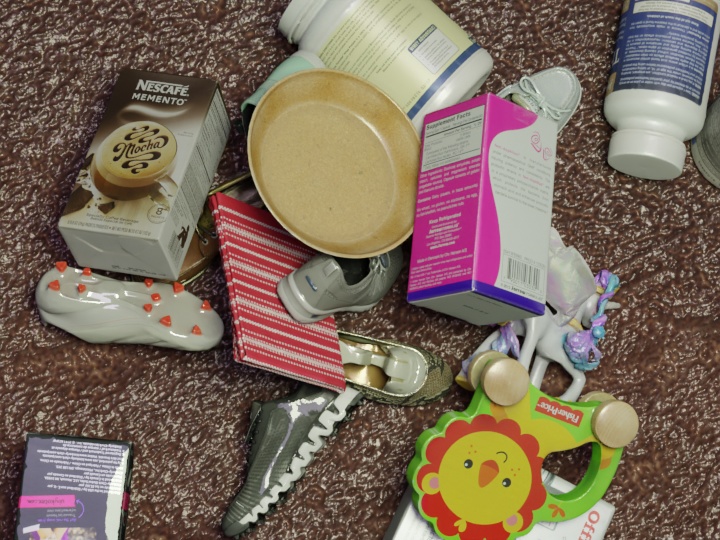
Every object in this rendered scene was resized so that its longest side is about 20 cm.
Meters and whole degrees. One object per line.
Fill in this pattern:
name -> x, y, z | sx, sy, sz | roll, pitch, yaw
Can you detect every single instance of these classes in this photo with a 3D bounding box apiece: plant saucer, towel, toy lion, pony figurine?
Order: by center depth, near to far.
toy lion -> 0.152, 0.190, 1.558 | 0.198, 0.069, 0.193 | 20, 92, -14
plant saucer -> -0.026, -0.102, 1.569 | 0.198, 0.035, 0.202 | 10, 67, -23
towel -> -0.084, 0.021, 1.583 | 0.144, 0.022, 0.201 | 20, 46, -41
pony figurine -> 0.182, 0.051, 1.650 | 0.193, 0.166, 0.201 | 40, 72, -30

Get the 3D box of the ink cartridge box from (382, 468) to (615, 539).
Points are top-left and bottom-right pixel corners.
ink cartridge box -> 0.141, 0.264, 1.622 | 0.199, 0.083, 0.148 | 26, 78, -2

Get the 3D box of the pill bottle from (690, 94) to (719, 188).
pill bottle -> 0.433, -0.158, 1.676 | 0.113, 0.200, 0.115 | 1, 79, -6

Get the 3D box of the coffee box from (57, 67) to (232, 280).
coffee box -> -0.216, -0.100, 1.613 | 0.112, 0.080, 0.201 | 7, 59, 14

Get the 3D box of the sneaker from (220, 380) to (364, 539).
sneaker -> -0.089, 0.180, 1.619 | 0.090, 0.066, 0.200 | 39, 87, 9

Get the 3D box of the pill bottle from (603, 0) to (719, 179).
pill bottle -> 0.326, -0.207, 1.719 | 0.110, 0.111, 0.202 | 13, 78, -4

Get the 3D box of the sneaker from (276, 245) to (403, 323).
sneaker -> 0.000, 0.000, 1.614 | 0.082, 0.200, 0.075 | -36, 88, 32

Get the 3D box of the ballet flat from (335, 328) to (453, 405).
ballet flat -> 0.003, 0.096, 1.643 | 0.198, 0.075, 0.068 | 15, 80, -4

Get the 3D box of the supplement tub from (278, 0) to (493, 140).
supplement tub -> 0.025, -0.233, 1.673 | 0.200, 0.145, 0.145 | 43, 78, 3

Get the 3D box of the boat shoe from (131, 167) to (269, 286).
boat shoe -> -0.160, -0.051, 1.656 | 0.200, 0.068, 0.072 | -41, 86, -12

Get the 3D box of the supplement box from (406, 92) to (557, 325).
supplement box -> 0.122, -0.059, 1.561 | 0.101, 0.103, 0.202 | 19, 71, -36

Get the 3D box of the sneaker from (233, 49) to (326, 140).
sneaker -> -0.056, -0.113, 1.642 | 0.118, 0.073, 0.202 | -41, 113, -34

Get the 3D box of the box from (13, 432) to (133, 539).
box -> -0.285, 0.267, 1.554 | 0.105, 0.122, 0.202 | 7, 79, -6

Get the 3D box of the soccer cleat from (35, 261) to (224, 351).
soccer cleat -> -0.237, 0.047, 1.627 | 0.198, 0.078, 0.070 | 15, 45, 1

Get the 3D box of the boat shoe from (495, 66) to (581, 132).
boat shoe -> 0.160, -0.157, 1.714 | 0.201, 0.065, 0.075 | -32, 84, -11
